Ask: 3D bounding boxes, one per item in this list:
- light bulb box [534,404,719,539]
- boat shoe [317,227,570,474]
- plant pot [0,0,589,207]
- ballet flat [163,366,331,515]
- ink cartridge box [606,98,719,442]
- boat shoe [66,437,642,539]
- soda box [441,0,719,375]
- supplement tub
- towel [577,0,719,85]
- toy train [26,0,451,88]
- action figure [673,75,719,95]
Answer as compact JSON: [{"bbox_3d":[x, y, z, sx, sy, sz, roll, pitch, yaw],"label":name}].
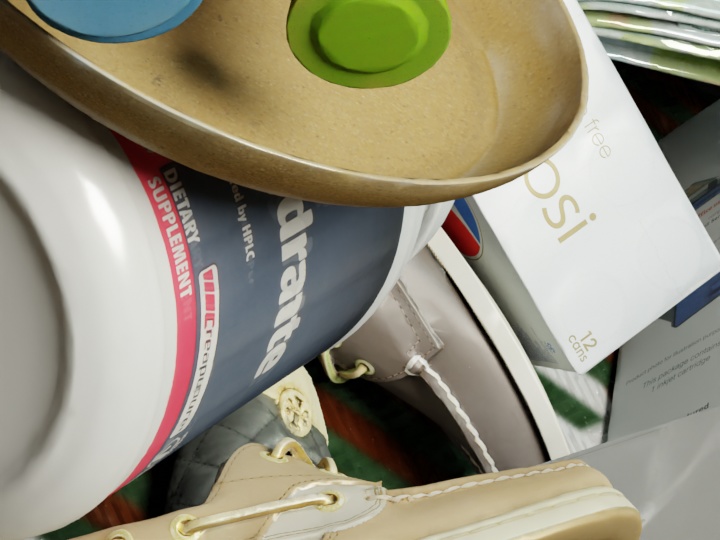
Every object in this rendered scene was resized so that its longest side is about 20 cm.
[{"bbox_3d":[0.109,0.182,0.744,0.200,0.125,0.199,45,44,-27],"label":"light bulb box"},{"bbox_3d":[0.000,0.000,0.845,0.200,0.059,0.072,58,-9,-4],"label":"boat shoe"},{"bbox_3d":[-0.035,-0.080,0.661,0.199,0.028,0.200,22,33,-15],"label":"plant pot"},{"bbox_3d":[-0.021,0.105,0.741,0.066,0.057,0.201,28,44,-34],"label":"ballet flat"},{"bbox_3d":[0.180,0.038,1.009,0.145,0.087,0.200,39,40,-24],"label":"ink cartridge box"},{"bbox_3d":[-0.025,0.079,0.680,0.199,0.074,0.069,-15,57,-15],"label":"boat shoe"},{"bbox_3d":[0.036,-0.067,0.845,0.068,0.064,0.200,-35,104,-16],"label":"soda box"},{"bbox_3d":[-0.068,-0.022,0.712,0.141,0.140,0.200,57,35,0],"label":"supplement tub"},{"bbox_3d":[0.138,-0.153,0.934,0.170,0.048,0.201,12,59,-17],"label":"towel"},{"bbox_3d":[0.004,-0.091,0.614,0.199,0.085,0.116,15,46,-24],"label":"toy train"},{"bbox_3d":[0.182,-0.101,1.067,0.193,0.200,0.105,26,74,-31],"label":"action figure"}]
